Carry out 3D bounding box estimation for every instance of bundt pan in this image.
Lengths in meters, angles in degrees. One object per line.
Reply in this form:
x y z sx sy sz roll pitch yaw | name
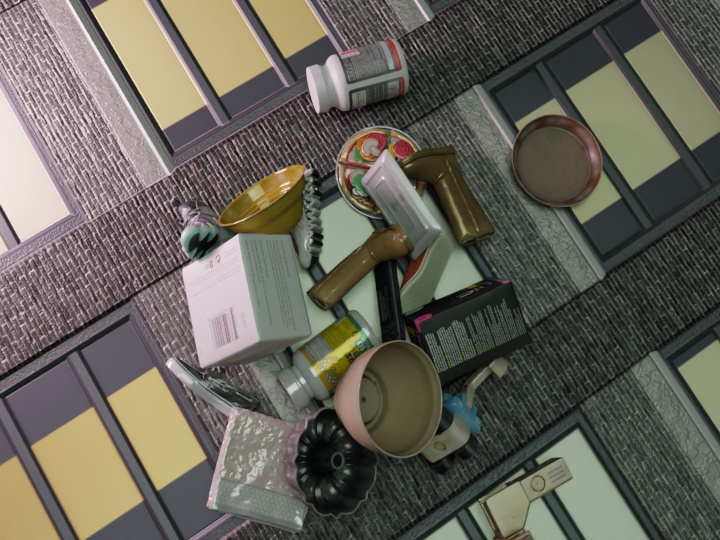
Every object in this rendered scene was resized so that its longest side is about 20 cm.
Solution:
-0.063 0.352 1.631 0.198 0.075 0.208 6 81 -39 | bundt pan

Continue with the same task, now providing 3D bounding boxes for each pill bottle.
-0.061 0.177 1.685 0.198 0.113 0.114 -35 82 -11 | pill bottle
-0.007 -0.399 1.816 0.195 0.116 0.118 -16 79 -8 | pill bottle

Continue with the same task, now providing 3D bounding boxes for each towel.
-0.174 0.375 1.646 0.196 0.032 0.196 19 76 -18 | towel

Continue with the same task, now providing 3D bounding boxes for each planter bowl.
-0.172 -0.113 1.694 0.199 0.200 0.084 -36 112 -10 | planter bowl
0.035 0.235 1.593 0.197 0.133 0.206 8 77 -37 | planter bowl

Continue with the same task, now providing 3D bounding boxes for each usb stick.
0.057 0.066 1.716 0.032 0.055 0.204 28 42 -37 | usb stick

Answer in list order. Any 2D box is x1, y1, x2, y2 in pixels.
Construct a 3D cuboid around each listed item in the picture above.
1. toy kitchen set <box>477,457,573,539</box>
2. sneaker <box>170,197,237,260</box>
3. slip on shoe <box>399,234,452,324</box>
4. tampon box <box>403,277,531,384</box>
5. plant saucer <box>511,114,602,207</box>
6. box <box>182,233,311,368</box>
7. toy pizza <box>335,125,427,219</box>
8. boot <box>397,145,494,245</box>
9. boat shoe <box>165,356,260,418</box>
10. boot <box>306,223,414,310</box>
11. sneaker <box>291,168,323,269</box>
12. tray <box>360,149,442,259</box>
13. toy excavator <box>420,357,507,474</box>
0.348 0.479 1.621 0.177 0.163 0.203 -26 81 -9 | toy kitchen set
-0.325 -0.092 1.691 0.078 0.200 0.140 -44 78 6 | sneaker
0.116 0.018 1.764 0.073 0.061 0.203 30 87 -33 | slip on shoe
0.201 0.111 1.687 0.196 0.150 0.129 -22 96 -9 | tampon box
0.412 -0.228 1.851 0.195 0.035 0.206 1 77 -3 | plant saucer
-0.215 0.058 1.641 0.129 0.197 0.205 -1 72 -46 | box
0.046 -0.208 1.820 0.195 0.032 0.206 1 77 -4 | toy pizza
0.170 -0.146 1.768 0.172 0.066 0.204 -17 78 -34 | boot
-0.280 0.218 1.684 0.198 0.072 0.072 37 80 -6 | boat shoe
0.000 0.000 1.707 0.199 0.175 0.067 -41 101 -14 | boot
-0.119 -0.102 1.772 0.079 0.075 0.205 -5 78 14 | sneaker
0.074 -0.128 1.730 0.022 0.107 0.202 -20 71 -45 | tray
0.192 0.260 1.689 0.100 0.194 0.201 42 35 -13 | toy excavator
